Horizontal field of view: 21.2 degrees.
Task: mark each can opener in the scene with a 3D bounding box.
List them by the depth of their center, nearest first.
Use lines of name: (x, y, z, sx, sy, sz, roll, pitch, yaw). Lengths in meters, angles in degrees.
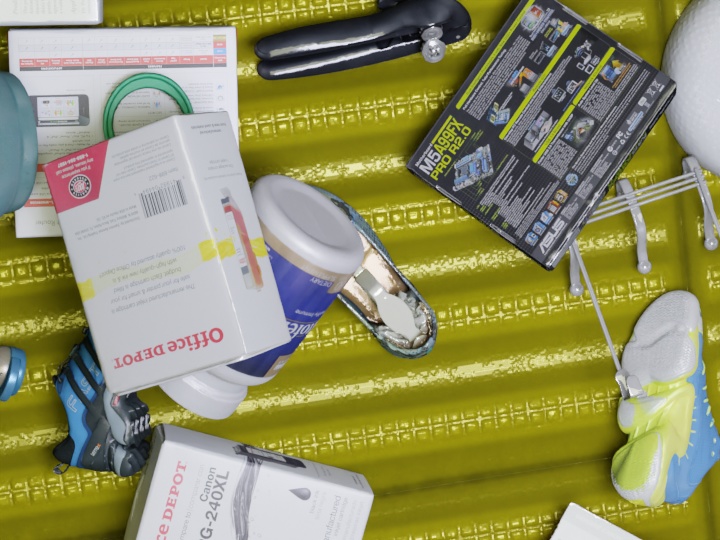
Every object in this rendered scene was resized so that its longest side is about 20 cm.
can opener: (0.003, -0.206, 1.703, 0.198, 0.079, 0.064, -19, 138, -2)

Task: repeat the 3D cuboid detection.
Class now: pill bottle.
pill bottle: (-0.095, 0.026, 1.661, 0.115, 0.116, 0.200, 33, 113, -10)

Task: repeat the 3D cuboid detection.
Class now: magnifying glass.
magnifying glass: (-0.181, -0.069, 1.658, 0.079, 0.022, 0.202, -1, 96, -7)

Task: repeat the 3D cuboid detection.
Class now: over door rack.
over door rack: (0.269, 0.011, 1.735, 0.147, 0.067, 0.201, -19, 70, -5)

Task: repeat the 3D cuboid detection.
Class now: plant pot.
plant pot: (-0.351, -0.105, 1.606, 0.133, 0.200, 0.202, -5, 99, -33)

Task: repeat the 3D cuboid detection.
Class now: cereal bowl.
cereal bowl: (0.376, -0.174, 1.739, 0.198, 0.083, 0.202, -1, 98, -8)

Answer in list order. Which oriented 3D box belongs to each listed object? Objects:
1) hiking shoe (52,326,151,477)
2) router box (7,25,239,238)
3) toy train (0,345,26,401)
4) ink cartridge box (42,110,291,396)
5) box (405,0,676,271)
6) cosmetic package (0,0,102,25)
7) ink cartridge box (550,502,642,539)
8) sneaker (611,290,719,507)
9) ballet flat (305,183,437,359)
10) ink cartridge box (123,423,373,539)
hiking shoe: (-0.232, 0.081, 1.693, 0.086, 0.074, 0.202, 1, 87, 11)
router box: (-0.206, -0.122, 1.681, 0.198, 0.049, 0.181, -1, 98, -8)
toy train: (-0.375, 0.144, 1.683, 0.115, 0.085, 0.202, 17, 95, -23)
ink cartridge box: (-0.158, -0.014, 1.576, 0.144, 0.083, 0.202, -16, 89, 29)
box: (0.161, -0.126, 1.708, 0.160, 0.044, 0.201, 35, 91, 11)
cosmetic package: (-0.320, -0.257, 1.638, 0.198, 0.074, 0.103, 0, 97, -6)
ink cartridge box: (0.214, 0.337, 1.792, 0.162, 0.057, 0.201, 28, 89, -2)
sneaker: (0.291, 0.124, 1.783, 0.105, 0.075, 0.202, 24, 79, -43)
ballet flat: (0.000, 0.000, 1.717, 0.200, 0.074, 0.074, 44, 90, -11)
ink cartridge box: (-0.105, 0.235, 1.724, 0.198, 0.083, 0.146, 15, 95, -10)
